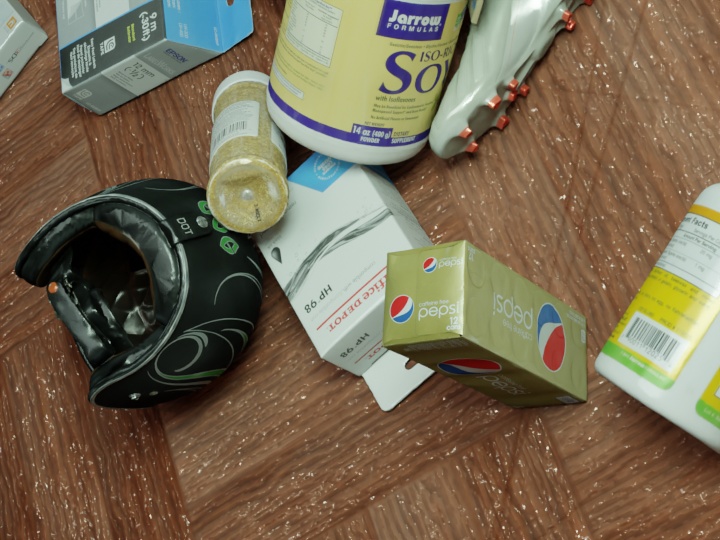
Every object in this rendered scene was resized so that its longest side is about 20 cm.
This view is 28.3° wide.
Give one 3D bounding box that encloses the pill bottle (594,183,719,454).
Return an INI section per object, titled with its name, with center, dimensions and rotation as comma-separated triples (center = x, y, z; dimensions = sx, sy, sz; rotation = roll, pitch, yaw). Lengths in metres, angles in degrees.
[pill bottle]
center = 0.256, 0.012, 0.971
dimensions = 0.111, 0.111, 0.201
rotation = 34, 93, 37

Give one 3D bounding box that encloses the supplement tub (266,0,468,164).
[supplement tub]
center = 0.010, -0.204, 1.147
dimensions = 0.145, 0.144, 0.202
rotation = 41, 129, 36

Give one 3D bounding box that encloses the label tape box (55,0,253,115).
[label tape box]
center = -0.206, -0.261, 1.405
dimensions = 0.198, 0.066, 0.145
rotation = -23, 62, 27

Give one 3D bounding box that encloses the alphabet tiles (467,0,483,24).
[alphabet tiles]
center = 0.111, -0.318, 1.134
dimensions = 0.168, 0.007, 0.202
rotation = -89, 13, -60

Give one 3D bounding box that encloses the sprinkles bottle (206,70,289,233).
[sprinkles bottle]
center = -0.095, -0.104, 1.215
dimensions = 0.068, 0.068, 0.201
rotation = -38, 24, 16

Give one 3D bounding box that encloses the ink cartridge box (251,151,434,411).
[ink cartridge box]
center = 0.000, 0.000, 1.171
dimensions = 0.116, 0.067, 0.201
rotation = -41, 55, 13

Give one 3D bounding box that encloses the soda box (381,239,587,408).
[soda box]
center = 0.093, 0.042, 1.012
dimensions = 0.063, 0.199, 0.069
rotation = -8, 69, 31

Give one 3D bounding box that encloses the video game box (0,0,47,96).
[video game box]
center = -0.452, -0.244, 1.574
dimensions = 0.183, 0.047, 0.200
rotation = -49, 54, 6

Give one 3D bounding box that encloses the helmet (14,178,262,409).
[helmet]
center = -0.178, 0.019, 1.206
dimensions = 0.197, 0.190, 0.203
rotation = -1, 86, 17

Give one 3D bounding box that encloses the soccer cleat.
[soccer cleat]
center = 0.111, -0.181, 1.162
dimensions = 0.077, 0.069, 0.201
rotation = 36, 87, 18
